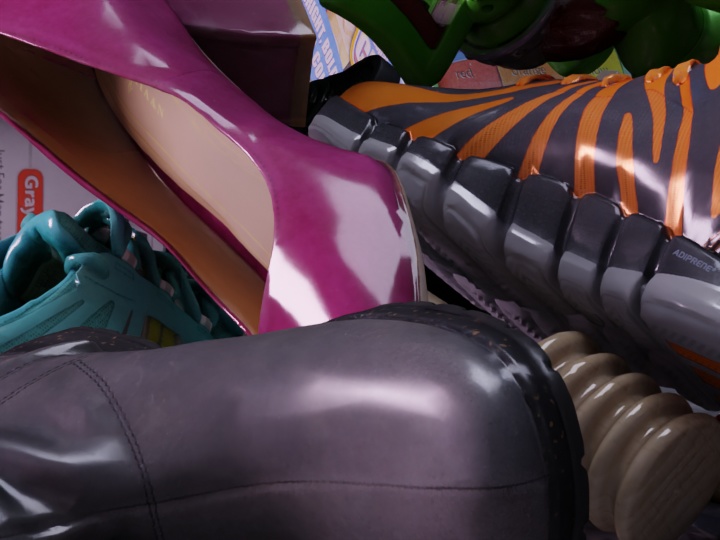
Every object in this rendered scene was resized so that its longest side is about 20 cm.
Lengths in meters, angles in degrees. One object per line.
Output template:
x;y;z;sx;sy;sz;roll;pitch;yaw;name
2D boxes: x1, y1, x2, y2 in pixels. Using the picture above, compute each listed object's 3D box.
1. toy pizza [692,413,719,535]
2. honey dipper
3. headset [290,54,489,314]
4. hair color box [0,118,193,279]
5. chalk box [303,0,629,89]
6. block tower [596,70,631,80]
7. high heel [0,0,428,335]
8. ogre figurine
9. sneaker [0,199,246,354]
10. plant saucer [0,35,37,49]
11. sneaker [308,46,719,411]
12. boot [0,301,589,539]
0.171;0.045;0.725;0.199;0.032;0.200;0;6;0;toy pizza
0.007;0.007;0.718;0.200;0.038;0.038;33;25;36;honey dipper
0.000;0.000;0.865;0.200;0.094;0.124;20;-25;46;headset
-0.144;0.000;0.837;0.199;0.102;0.061;2;4;13;hair color box
0.048;-0.083;1.133;0.124;0.124;0.200;-3;-27;-26;chalk box
0.121;-0.016;0.790;0.054;0.058;0.200;-48;23;-16;block tower
-0.045;-0.011;0.672;0.096;0.068;0.200;-4;33;-14;high heel
0.046;-0.090;0.791;0.120;0.098;0.200;26;9;-41;ogre figurine
-0.062;0.022;0.726;0.199;0.080;0.077;-5;7;-44;sneaker
-0.118;-0.072;0.823;0.199;0.036;0.200;2;-5;0;plant saucer
0.080;-0.033;0.719;0.200;0.112;0.078;25;-14;43;sneaker
-0.061;0.052;0.566;0.131;0.070;0.200;-12;3;-42;boot
